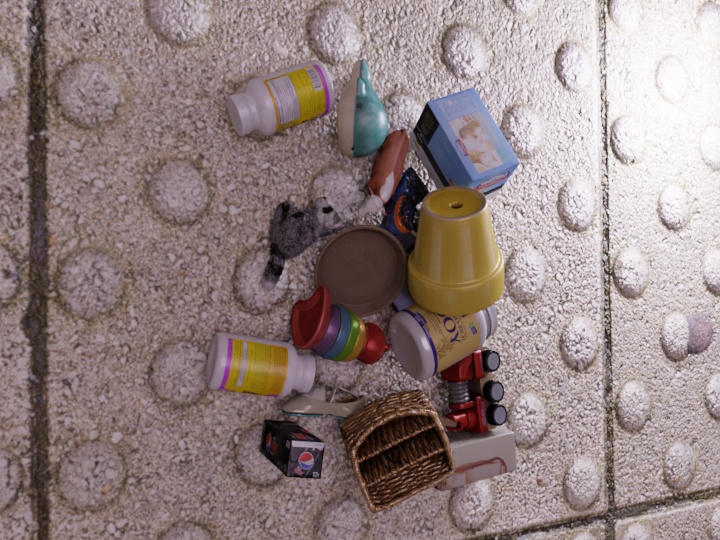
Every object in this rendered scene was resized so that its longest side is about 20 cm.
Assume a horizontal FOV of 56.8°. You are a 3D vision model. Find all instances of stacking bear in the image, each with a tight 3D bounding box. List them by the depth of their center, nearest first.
[{"bbox_3d":[-0.030,0.129,1.336,0.197,0.120,0.117,24,53,-34],"label":"stacking bear"}]

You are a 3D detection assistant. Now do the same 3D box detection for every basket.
[{"bbox_3d":[0.072,0.344,1.310,0.195,0.150,0.146,-21,126,-7],"label":"basket"}]

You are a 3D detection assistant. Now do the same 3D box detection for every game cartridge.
[{"bbox_3d":[0.106,0.021,1.439,0.129,0.038,0.203,-37,103,-16],"label":"game cartridge"}]

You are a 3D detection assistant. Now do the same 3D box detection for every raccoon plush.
[{"bbox_3d":[-0.116,-0.053,1.335,0.131,0.097,0.204,13,112,-35],"label":"raccoon plush"}]

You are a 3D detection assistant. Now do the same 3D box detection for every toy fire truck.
[{"bbox_3d":[0.198,0.266,1.439,0.195,0.127,0.182,-9,92,-33],"label":"toy fire truck"}]

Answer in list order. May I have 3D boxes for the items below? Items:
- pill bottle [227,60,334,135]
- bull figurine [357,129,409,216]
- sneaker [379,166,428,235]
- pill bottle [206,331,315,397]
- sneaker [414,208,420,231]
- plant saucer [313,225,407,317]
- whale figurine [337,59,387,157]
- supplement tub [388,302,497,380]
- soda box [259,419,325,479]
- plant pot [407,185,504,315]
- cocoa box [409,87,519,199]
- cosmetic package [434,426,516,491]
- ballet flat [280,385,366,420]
[{"bbox_3d":[-0.154,-0.327,1.285,0.196,0.104,0.107,-24,98,-22],"label":"pill bottle"},{"bbox_3d":[0.044,-0.192,1.367,0.064,0.121,0.205,28,78,-19],"label":"bull figurine"},{"bbox_3d":[0.084,-0.144,1.388,0.076,0.077,0.202,50,38,-21],"label":"sneaker"},{"bbox_3d":[-0.187,0.183,1.266,0.194,0.104,0.108,12,84,-22],"label":"pill bottle"},{"bbox_3d":[0.200,-0.089,1.440,0.194,0.081,0.089,0,61,-22],"label":"sneaker"},{"bbox_3d":[0.000,0.000,1.353,0.193,0.030,0.206,-5,116,-10],"label":"plant saucer"},{"bbox_3d":[0.009,-0.324,1.339,0.100,0.161,0.205,6,60,3],"label":"whale figurine"},{"bbox_3d":[0.170,0.120,1.374,0.196,0.145,0.149,-25,98,-23],"label":"supplement tub"},{"bbox_3d":[-0.129,0.328,1.237,0.069,0.199,0.066,9,86,-22],"label":"soda box"},{"bbox_3d":[0.186,-0.049,1.306,0.196,0.201,0.194,-21,127,-22],"label":"plant pot"},{"bbox_3d":[0.214,-0.253,1.400,0.130,0.132,0.204,-21,72,-23],"label":"cocoa box"},{"bbox_3d":[0.230,0.401,1.447,0.194,0.103,0.090,-7,93,-22],"label":"cosmetic package"},{"bbox_3d":[-0.069,0.263,1.339,0.195,0.069,0.072,14,83,-32],"label":"ballet flat"}]
